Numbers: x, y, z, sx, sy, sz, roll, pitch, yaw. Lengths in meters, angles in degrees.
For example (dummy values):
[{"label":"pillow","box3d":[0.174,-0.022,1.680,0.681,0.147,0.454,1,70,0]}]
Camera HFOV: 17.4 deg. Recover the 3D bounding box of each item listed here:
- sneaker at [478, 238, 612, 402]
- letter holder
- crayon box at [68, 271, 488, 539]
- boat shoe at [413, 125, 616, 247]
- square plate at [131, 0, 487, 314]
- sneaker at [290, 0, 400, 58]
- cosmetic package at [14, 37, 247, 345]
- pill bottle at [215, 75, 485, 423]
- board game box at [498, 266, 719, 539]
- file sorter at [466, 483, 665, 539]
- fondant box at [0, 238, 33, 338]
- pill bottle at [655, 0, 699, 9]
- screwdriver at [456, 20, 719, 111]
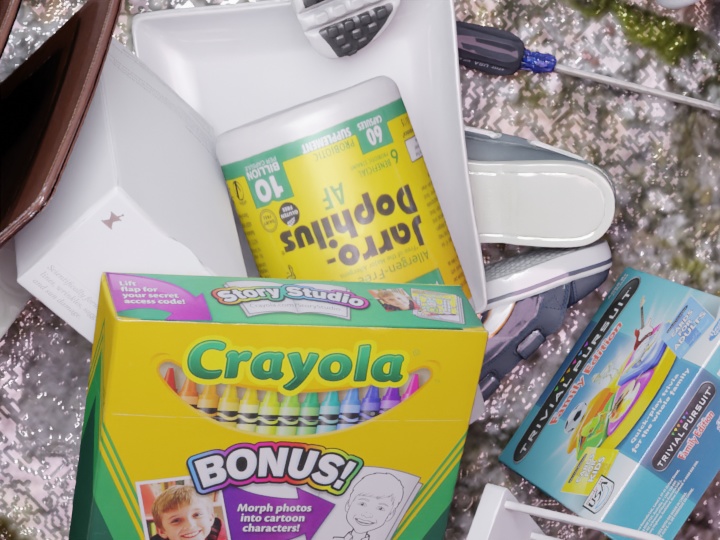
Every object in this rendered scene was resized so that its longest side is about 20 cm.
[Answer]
[{"label":"sneaker","box3d":[0.068,0.044,1.452,0.199,0.078,0.080,-20,96,1]},{"label":"letter holder","box3d":[-0.213,-0.093,1.231,0.100,0.201,0.142,39,127,-23]},{"label":"crayon box","box3d":[-0.047,0.091,1.253,0.198,0.058,0.174,2,120,-16]},{"label":"boat shoe","box3d":[0.058,-0.054,1.445,0.198,0.062,0.073,8,106,7]},{"label":"square plate","box3d":[-0.029,-0.065,1.412,0.196,0.028,0.202,-5,98,11]},{"label":"sneaker","box3d":[-0.024,-0.218,1.332,0.075,0.081,0.201,-19,121,-15]},{"label":"cosmetic package","box3d":[-0.132,-0.040,1.307,0.081,0.200,0.113,-39,120,16]},{"label":"pill bottle","box3d":[0.000,0.000,1.344,0.112,0.113,0.201,-20,95,-10]},{"label":"board game box","box3d":[0.167,0.082,1.414,0.047,0.200,0.151,35,88,-14]},{"label":"file sorter","box3d":[0.134,0.234,1.329,0.200,0.124,0.140,52,55,-54]},{"label":"fondant box","box3d":[-0.247,-0.027,1.314,0.058,0.200,0.144,-33,106,32]},{"label":"pill bottle","box3d":[0.168,-0.269,1.417,0.120,0.120,0.200,-42,103,-5]},{"label":"screwdriver","box3d":[0.137,-0.127,1.471,0.198,0.028,0.029,9,123,-11]}]
